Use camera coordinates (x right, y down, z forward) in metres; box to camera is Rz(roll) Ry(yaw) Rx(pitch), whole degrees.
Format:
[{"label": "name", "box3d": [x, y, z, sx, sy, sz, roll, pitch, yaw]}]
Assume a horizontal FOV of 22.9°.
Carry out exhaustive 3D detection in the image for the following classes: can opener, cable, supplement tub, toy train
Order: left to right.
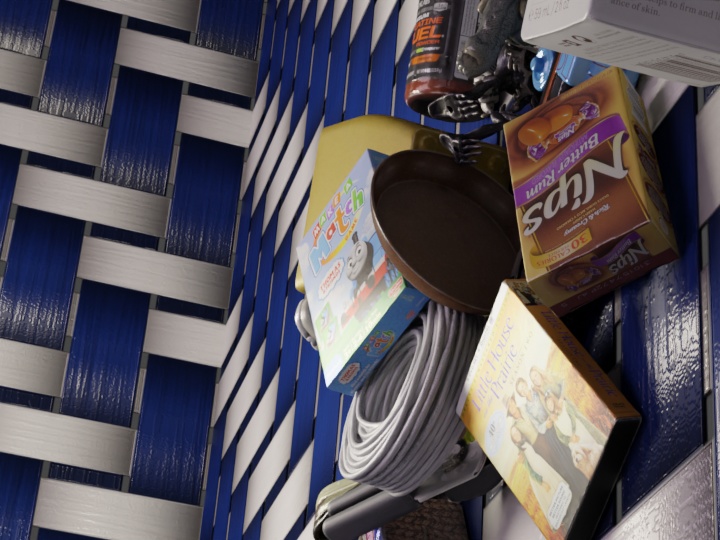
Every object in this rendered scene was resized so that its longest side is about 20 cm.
[{"label": "can opener", "box3d": [0.051, 0.222, 1.742, 0.199, 0.067, 0.053, -26, 26, 28]}, {"label": "cable", "box3d": [0.051, 0.118, 1.703, 0.200, 0.069, 0.200, -55, 17, 27]}, {"label": "supplement tub", "box3d": [0.115, -0.280, 2.061, 0.107, 0.106, 0.202, 142, 138, -72]}, {"label": "toy train", "box3d": [0.215, -0.213, 1.582, 0.114, 0.086, 0.201, -113, 36, -60]}]

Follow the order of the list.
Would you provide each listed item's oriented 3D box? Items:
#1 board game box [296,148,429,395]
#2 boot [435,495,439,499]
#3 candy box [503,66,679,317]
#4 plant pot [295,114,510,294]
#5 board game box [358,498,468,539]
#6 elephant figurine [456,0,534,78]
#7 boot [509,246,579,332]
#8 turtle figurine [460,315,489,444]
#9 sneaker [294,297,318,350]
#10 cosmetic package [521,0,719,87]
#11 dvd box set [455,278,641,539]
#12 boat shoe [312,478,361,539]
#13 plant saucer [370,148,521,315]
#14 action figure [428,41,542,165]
[{"label": "board game box", "box3d": [0.000, 0.000, 1.774, 0.152, 0.036, 0.201, -53, 33, 32]}, {"label": "boot", "box3d": [0.029, 0.171, 1.920, 0.073, 0.181, 0.201, -41, -17, -43]}, {"label": "candy box", "box3d": [0.189, -0.069, 1.477, 0.116, 0.056, 0.201, -28, 41, 22]}, {"label": "plant pot", "box3d": [0.064, -0.065, 1.913, 0.200, 0.194, 0.196, 154, 128, -67]}, {"label": "board game box", "box3d": [0.039, 0.356, 1.815, 0.160, 0.096, 0.201, -98, 23, -58]}, {"label": "elephant figurine", "box3d": [0.170, -0.273, 1.681, 0.142, 0.154, 0.202, -132, 54, -75]}, {"label": "boot", "box3d": [0.178, 0.021, 1.559, 0.174, 0.069, 0.201, 136, 144, -68]}, {"label": "turtle figurine", "box3d": [0.119, 0.107, 1.758, 0.162, 0.064, 0.201, 115, 162, -48]}, {"label": "sneaker", "box3d": [0.025, 0.071, 1.938, 0.081, 0.199, 0.075, -54, 18, 46]}, {"label": "cosmetic package", "box3d": [0.235, -0.255, 1.315, 0.165, 0.164, 0.202, -175, 97, -77]}, {"label": "dvd box set", "box3d": [0.155, 0.122, 1.506, 0.200, 0.029, 0.147, 55, 135, 47]}, {"label": "boat shoe", "box3d": [0.030, 0.241, 1.877, 0.200, 0.072, 0.066, -27, 27, 32]}, {"label": "plant saucer", "box3d": [0.090, -0.031, 1.697, 0.035, 0.199, 0.201, -52, 26, 40]}, {"label": "action figure", "box3d": [0.159, -0.181, 1.773, 0.200, 0.102, 0.120, -41, -48, -37]}]
